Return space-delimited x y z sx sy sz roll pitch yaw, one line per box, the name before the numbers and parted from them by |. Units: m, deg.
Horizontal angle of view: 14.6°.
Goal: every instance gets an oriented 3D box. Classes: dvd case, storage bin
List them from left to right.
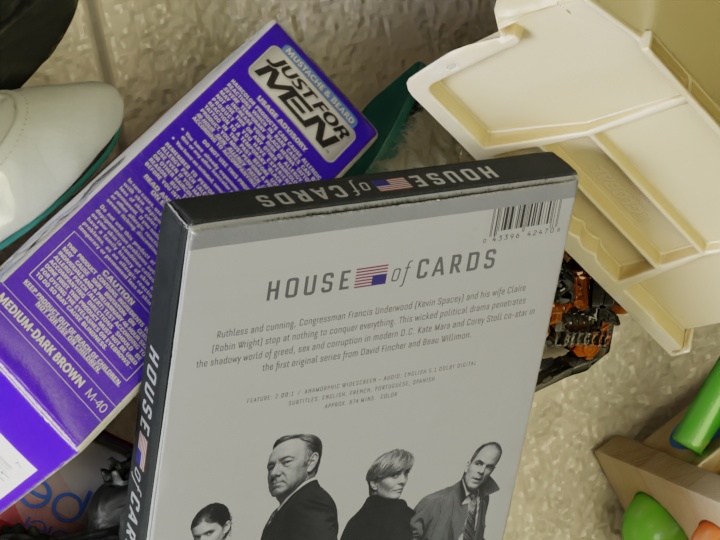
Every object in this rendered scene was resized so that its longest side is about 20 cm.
dvd case | -0.008 0.058 0.965 0.150 0.025 0.201 -8 124 -29
storage bin | 0.116 -0.110 1.020 0.198 0.093 0.201 42 51 -40

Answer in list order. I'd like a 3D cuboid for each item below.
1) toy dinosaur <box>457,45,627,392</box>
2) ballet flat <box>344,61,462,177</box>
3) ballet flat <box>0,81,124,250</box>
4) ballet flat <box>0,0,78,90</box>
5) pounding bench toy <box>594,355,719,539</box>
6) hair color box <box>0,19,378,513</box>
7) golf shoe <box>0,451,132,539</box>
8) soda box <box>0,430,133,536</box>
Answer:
toy dinosaur | 0.093 -0.026 1.154 0.200 0.102 0.136 -39 127 -38
ballet flat | 0.000 0.000 1.066 0.072 0.072 0.200 55 40 -21
ballet flat | -0.172 -0.018 1.001 0.200 0.069 0.070 -39 111 -12
ballet flat | -0.192 -0.069 1.031 0.199 0.057 0.067 -31 134 -23
pounding bench toy | 0.181 0.072 1.173 0.156 0.124 0.201 -35 110 -15
hair color box | -0.089 0.004 1.003 0.065 0.109 0.200 48 47 -5
golf shoe | -0.107 0.132 1.007 0.199 0.078 0.095 -22 109 -14
soda box | -0.118 0.088 1.072 0.199 0.070 0.064 27 89 -24
